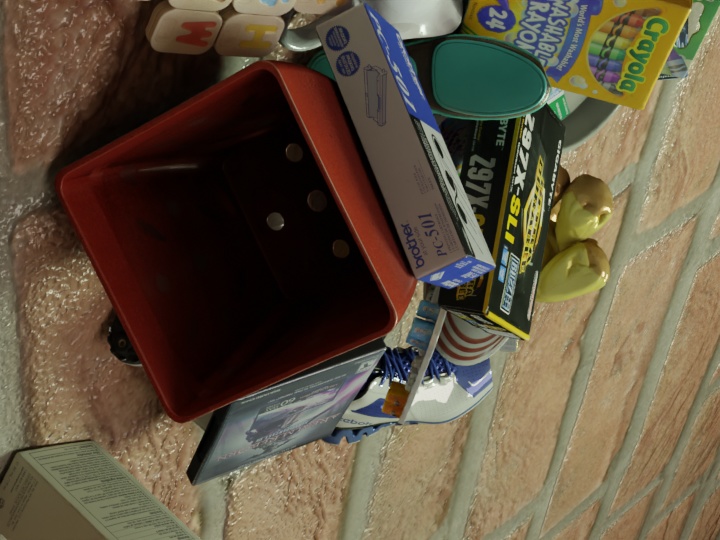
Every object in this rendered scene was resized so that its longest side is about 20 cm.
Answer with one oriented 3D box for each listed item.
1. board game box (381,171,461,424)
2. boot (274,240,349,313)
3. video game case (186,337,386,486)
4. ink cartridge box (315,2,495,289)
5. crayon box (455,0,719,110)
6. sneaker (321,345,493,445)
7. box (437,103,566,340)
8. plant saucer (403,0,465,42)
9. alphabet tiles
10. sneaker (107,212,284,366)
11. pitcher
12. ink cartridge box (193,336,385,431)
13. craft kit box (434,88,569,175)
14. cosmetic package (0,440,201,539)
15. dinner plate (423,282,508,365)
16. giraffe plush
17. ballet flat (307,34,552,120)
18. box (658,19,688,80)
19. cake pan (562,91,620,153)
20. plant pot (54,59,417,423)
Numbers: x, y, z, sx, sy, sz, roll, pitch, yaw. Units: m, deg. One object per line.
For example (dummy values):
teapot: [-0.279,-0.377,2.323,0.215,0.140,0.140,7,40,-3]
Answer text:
board game box: [0.069,0.016,1.437,0.200,0.026,0.201,104,4,-63]
boot: [0.000,0.000,1.338,0.201,0.073,0.156,-59,166,-11]
video game case: [-0.067,0.122,1.346,0.142,0.019,0.200,-18,159,-24]
ink cartridge box: [0.034,-0.088,1.151,0.044,0.201,0.094,-25,168,14]
crayon box: [0.184,-0.202,1.269,0.126,0.199,0.052,106,-3,-55]
sneaker: [0.036,0.109,1.586,0.198,0.081,0.115,-19,151,-1]
box: [0.124,-0.051,1.356,0.160,0.049,0.201,28,72,-67]
plant saucer: [0.075,-0.207,1.388,0.200,0.029,0.201,-38,150,-27]
alphabet tiles: [-0.071,-0.221,1.055,0.195,0.015,0.200,-1,139,-32]
sneaker: [-0.123,0.008,1.296,0.200,0.072,0.073,-44,161,-9]
pitcher: [0.016,-0.247,1.166,0.171,0.121,0.200,-25,156,-21]
ink cartridge box: [-0.071,0.068,1.430,0.200,0.084,0.145,7,117,-60]
craft kit box: [0.095,-0.129,1.433,0.197,0.049,0.200,-37,160,2]
cosmetic package: [-0.201,0.230,1.293,0.105,0.200,0.071,1,123,-57]
dinner plate: [0.123,-0.005,1.536,0.024,0.200,0.201,12,117,-28]
giraffe plush: [0.186,-0.028,1.670,0.162,0.172,0.201,-39,148,-72]
ballet flat: [0.056,-0.157,1.277,0.070,0.199,0.068,-45,137,-81]
box: [0.222,-0.269,1.388,0.200,0.107,0.149,37,54,-64]
cake pan: [0.235,-0.214,1.622,0.200,0.037,0.201,-37,150,-26]
plant pot: [-0.065,-0.034,1.156,0.199,0.201,0.176,-25,-177,25]
